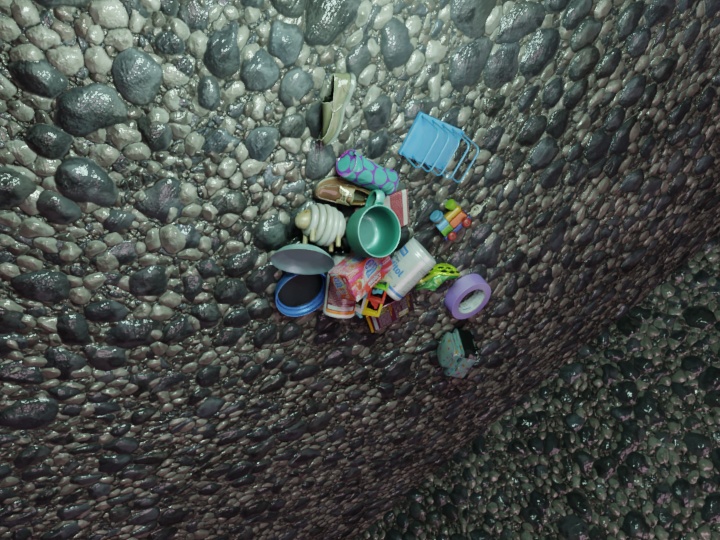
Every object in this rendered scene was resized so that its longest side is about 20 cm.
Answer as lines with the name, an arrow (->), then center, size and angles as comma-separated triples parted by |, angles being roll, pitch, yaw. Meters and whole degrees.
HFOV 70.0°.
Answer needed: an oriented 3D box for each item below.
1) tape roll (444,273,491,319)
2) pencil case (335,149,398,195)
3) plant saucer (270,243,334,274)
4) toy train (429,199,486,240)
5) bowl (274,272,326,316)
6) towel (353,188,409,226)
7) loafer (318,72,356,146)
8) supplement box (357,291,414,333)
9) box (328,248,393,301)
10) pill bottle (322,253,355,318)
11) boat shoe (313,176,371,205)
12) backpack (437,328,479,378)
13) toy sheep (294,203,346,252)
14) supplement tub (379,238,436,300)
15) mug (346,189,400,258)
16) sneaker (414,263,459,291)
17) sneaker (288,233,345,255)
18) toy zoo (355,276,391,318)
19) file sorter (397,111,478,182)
tape roll -> 0.460, 0.113, 2.206 | 0.196, 0.066, 0.203 | -17, 135, -17
pencil case -> 0.024, -0.293, 1.541 | 0.084, 0.095, 0.198 | -22, 152, 40
plant saucer -> -0.174, -0.041, 1.563 | 0.196, 0.040, 0.202 | 2, 158, 1
toy train -> 0.346, -0.212, 1.833 | 0.200, 0.085, 0.115 | -43, 124, 9
bowl -> -0.202, 0.071, 1.765 | 0.197, 0.040, 0.204 | -18, 135, -18
towel -> 0.073, -0.183, 1.722 | 0.196, 0.023, 0.146 | -23, 135, -15
loafer -> -0.077, -0.433, 1.369 | 0.068, 0.076, 0.203 | 11, 118, -24
supplement box -> 0.100, 0.136, 1.981 | 0.197, 0.086, 0.111 | -28, 138, -7
box -> 0.003, -0.001, 1.640 | 0.199, 0.094, 0.101 | -41, 121, -34
pill bottle -> -0.062, 0.049, 1.734 | 0.112, 0.114, 0.205 | 1, 102, -33
boat shoe -> -0.045, -0.236, 1.559 | 0.196, 0.072, 0.077 | -5, 131, -29
backpack -> 0.439, 0.390, 2.368 | 0.150, 0.178, 0.203 | 5, 129, -14
toy sheep -> -0.110, -0.134, 1.566 | 0.197, 0.139, 0.139 | 13, 121, -32
supplement tub -> 0.162, -0.002, 1.861 | 0.200, 0.133, 0.131 | -46, 137, 12
mug -> 0.039, -0.129, 1.562 | 0.152, 0.114, 0.187 | 42, 72, -23
sneaker -> 0.294, 0.029, 2.022 | 0.195, 0.075, 0.085 | -12, 132, -10
sneaker -> -0.139, -0.073, 1.636 | 0.196, 0.091, 0.077 | -15, 137, -18
toy zoo -> 0.023, 0.090, 1.833 | 0.128, 0.021, 0.203 | 17, 126, 2
file sorter -> 0.245, -0.371, 1.583 | 0.197, 0.123, 0.140 | 9, 123, -37
